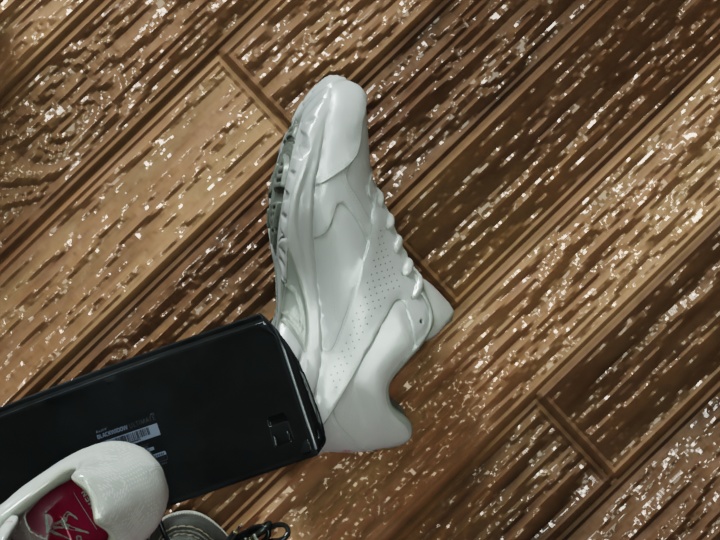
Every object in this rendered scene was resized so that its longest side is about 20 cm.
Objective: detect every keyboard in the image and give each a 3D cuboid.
[{"bbox_3d":[-0.107,0.109,1.115,0.199,0.021,0.128,-19,87,21],"label":"keyboard"}]

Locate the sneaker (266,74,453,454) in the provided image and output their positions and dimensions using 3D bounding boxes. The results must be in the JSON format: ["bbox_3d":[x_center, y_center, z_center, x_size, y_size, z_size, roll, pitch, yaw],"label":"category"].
[{"bbox_3d":[0.000,0.000,1.131,0.098,0.078,0.202,2,100,-9],"label":"sneaker"}]

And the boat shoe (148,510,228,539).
[{"bbox_3d":[-0.072,0.226,1.132,0.066,0.057,0.202,-11,91,-2],"label":"boat shoe"}]

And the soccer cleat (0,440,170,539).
[{"bbox_3d":[-0.184,0.151,1.090,0.200,0.086,0.070,-39,80,19],"label":"soccer cleat"}]
